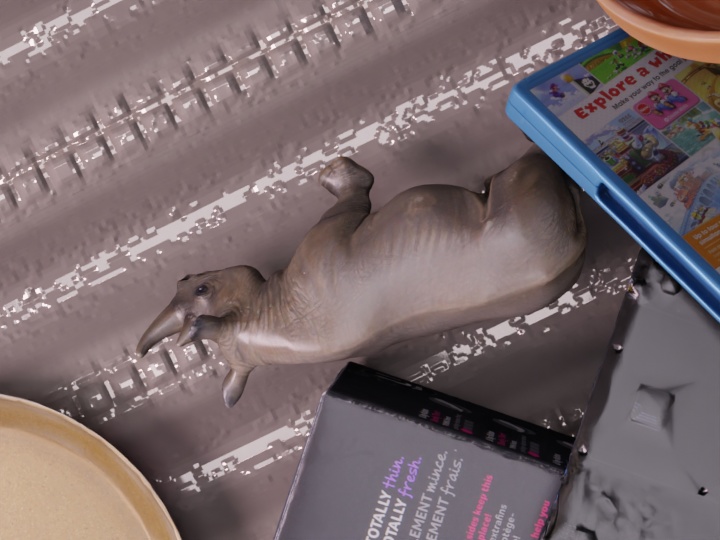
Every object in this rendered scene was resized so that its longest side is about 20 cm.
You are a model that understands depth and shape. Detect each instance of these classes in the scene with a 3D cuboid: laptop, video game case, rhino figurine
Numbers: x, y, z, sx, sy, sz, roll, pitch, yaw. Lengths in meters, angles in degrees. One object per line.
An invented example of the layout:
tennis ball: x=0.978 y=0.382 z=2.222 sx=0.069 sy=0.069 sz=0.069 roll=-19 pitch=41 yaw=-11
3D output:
laptop: x=0.180 y=0.047 z=0.884 sx=0.176 sy=0.103 sz=0.201 roll=19 pitch=86 yaw=3
video game case: x=0.171 y=-0.028 z=0.859 sx=0.143 sy=0.018 sz=0.200 roll=-29 pitch=63 yaw=-30
rhino figurine: x=0.000 y=0.000 z=0.913 sx=0.199 sy=0.088 sz=0.060 roll=-19 pitch=131 yaw=7

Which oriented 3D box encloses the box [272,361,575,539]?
box: x=0.064 y=0.129 z=0.915 sx=0.199 sy=0.106 sz=0.123 roll=19 pitch=95 yaw=2

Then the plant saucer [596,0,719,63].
plant saucer: x=0.174 y=-0.158 z=0.859 sx=0.200 sy=0.201 sz=0.032 roll=-37 pitch=132 yaw=7

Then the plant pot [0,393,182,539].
plant pot: x=-0.165 y=0.150 z=0.978 sx=0.199 sy=0.027 sz=0.201 roll=0 pitch=94 yaw=6
